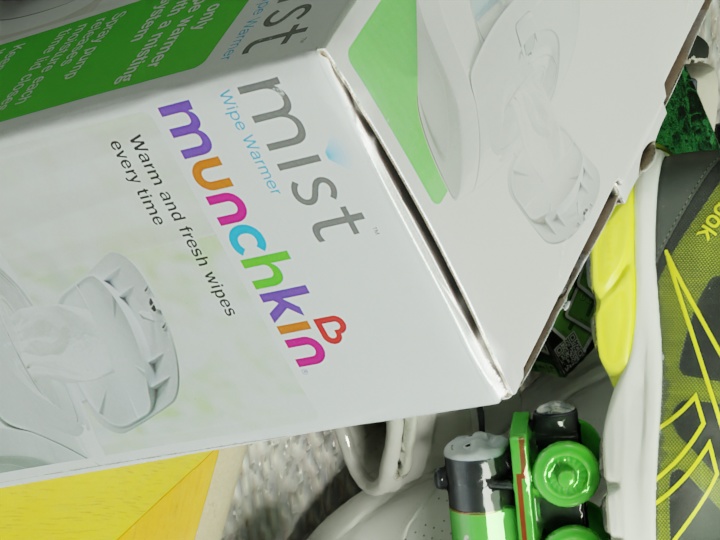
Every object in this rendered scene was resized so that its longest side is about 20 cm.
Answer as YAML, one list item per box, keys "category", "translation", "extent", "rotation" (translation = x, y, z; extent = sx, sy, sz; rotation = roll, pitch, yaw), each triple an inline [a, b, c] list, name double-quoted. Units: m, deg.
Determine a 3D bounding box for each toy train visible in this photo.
- category: "toy train"
  translation: [0.061, 0.142, 0.870]
  extent: [0.042, 0.056, 0.201]
  rotation: [-61, 146, -76]

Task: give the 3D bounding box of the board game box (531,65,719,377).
- category: "board game box"
  translation: [0.059, -0.073, 0.866]
  extent: [0.105, 0.023, 0.200]
  rotation: [-44, 122, -26]

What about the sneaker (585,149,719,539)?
- category: "sneaker"
  translation: [0.123, 0.055, 0.842]
  extent: [0.074, 0.084, 0.201]
  rotation: [-13, 97, -74]

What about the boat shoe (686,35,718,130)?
- category: "boat shoe"
  translation: [0.076, 0.007, 0.966]
  extent: [0.093, 0.075, 0.201]
  rotation: [-16, 117, -39]

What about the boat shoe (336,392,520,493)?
- category: "boat shoe"
  translation: [0.000, 0.000, 0.842]
  extent: [0.066, 0.072, 0.200]
  rotation: [-35, 144, -16]

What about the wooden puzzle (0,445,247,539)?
- category: "wooden puzzle"
  translation: [-0.109, 0.101, 0.706]
  extent: [0.200, 0.037, 0.186]
  rotation: [-7, 121, -45]

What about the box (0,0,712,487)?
- category: "box"
  translation: [-0.022, -0.049, 0.626]
  extent: [0.097, 0.176, 0.200]
  rotation: [60, 38, -24]

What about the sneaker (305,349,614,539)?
- category: "sneaker"
  translation: [0.048, 0.109, 0.924]
  extent: [0.200, 0.089, 0.075]
  rotation: [-41, 130, 6]

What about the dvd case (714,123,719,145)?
- category: "dvd case"
  translation: [0.143, 0.063, 1.005]
  extent: [0.200, 0.025, 0.151]
  rotation: [92, -3, -53]
